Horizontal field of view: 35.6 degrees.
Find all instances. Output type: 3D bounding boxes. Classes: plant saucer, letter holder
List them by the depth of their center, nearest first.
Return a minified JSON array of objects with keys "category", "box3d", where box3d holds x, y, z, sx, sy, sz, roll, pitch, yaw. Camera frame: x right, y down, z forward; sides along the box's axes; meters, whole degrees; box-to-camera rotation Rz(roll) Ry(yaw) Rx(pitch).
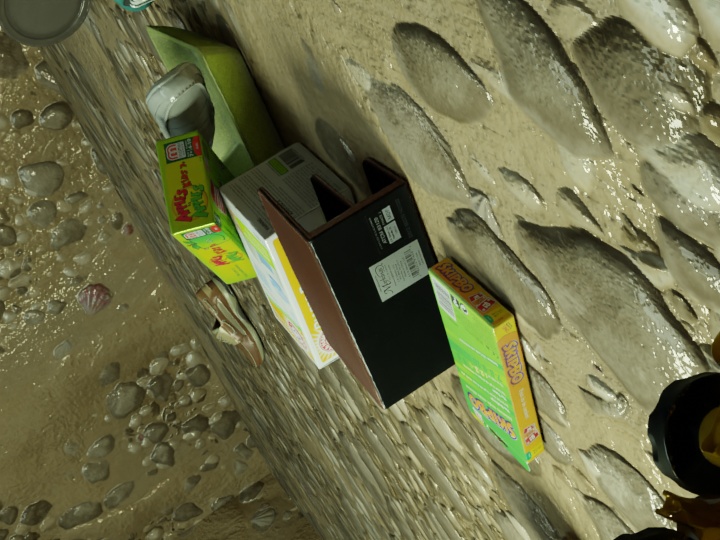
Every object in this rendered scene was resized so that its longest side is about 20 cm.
[{"category":"letter holder","box3d":[0.000,0.000,1.039,0.142,0.100,0.201,41,159,54]},{"category":"plant saucer","box3d":[-0.151,-0.185,1.261,0.200,0.048,0.201,34,153,57]}]

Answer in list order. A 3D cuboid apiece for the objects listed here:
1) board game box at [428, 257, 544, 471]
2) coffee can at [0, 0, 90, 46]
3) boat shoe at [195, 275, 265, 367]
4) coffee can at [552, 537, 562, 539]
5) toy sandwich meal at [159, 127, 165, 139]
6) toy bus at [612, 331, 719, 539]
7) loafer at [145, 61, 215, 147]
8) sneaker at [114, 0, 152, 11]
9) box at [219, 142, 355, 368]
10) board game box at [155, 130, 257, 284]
[{"category":"board game box","box3d":[0.113,0.087,0.984,0.096,0.030,0.201,45,158,45]},{"category":"coffee can","box3d":[-0.516,-0.454,1.706,0.200,0.146,0.147,48,163,36]},{"category":"boat shoe","box3d":[-0.261,0.107,2.229,0.201,0.074,0.076,61,166,-13]},{"category":"coffee can","box3d":[0.200,0.385,1.083,0.200,0.146,0.147,52,165,23]},{"category":"toy sandwich meal","box3d":[-0.197,-0.143,1.487,0.206,0.070,0.205,57,170,15]},{"category":"toy bus","box3d":[0.223,0.144,0.507,0.191,0.201,0.136,23,173,-12]},{"category":"loafer","box3d":[-0.181,-0.164,1.183,0.070,0.070,0.200,52,174,2]},{"category":"sneaker","box3d":[-0.237,-0.320,1.216,0.080,0.071,0.200,60,165,7]},{"category":"box","box3d":[-0.053,-0.013,1.184,0.112,0.101,0.201,45,161,44]},{"category":"board game box","box3d":[-0.158,-0.062,1.202,0.200,0.047,0.102,57,-160,-72]}]
